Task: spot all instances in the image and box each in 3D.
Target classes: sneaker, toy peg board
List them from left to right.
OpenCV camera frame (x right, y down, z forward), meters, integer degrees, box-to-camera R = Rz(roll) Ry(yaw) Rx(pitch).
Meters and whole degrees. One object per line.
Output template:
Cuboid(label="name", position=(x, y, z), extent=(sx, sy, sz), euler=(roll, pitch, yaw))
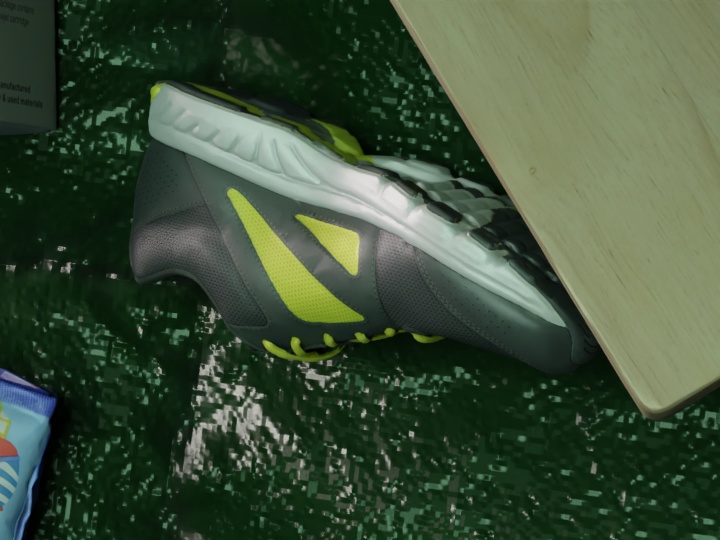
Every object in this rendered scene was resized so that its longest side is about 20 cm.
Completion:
Cuboid(label="sneaker", position=(0.000, 0.000, 1.063), extent=(0.199, 0.074, 0.085), euler=(27, 106, 31))
Cuboid(label="toy peg board", position=(0.132, -0.079, 1.013), extent=(0.198, 0.098, 0.201), euler=(-31, 78, 1))

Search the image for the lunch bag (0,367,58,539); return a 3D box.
Cuboid(label="lunch bag", position=(-0.209, 0.091, 1.137), extent=(0.199, 0.094, 0.151), euler=(19, 94, 8))

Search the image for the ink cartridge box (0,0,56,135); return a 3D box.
Cuboid(label="ink cartridge box", position=(-0.196, -0.151, 1.129), extent=(0.145, 0.084, 0.201), euler=(-3, 88, 21))
